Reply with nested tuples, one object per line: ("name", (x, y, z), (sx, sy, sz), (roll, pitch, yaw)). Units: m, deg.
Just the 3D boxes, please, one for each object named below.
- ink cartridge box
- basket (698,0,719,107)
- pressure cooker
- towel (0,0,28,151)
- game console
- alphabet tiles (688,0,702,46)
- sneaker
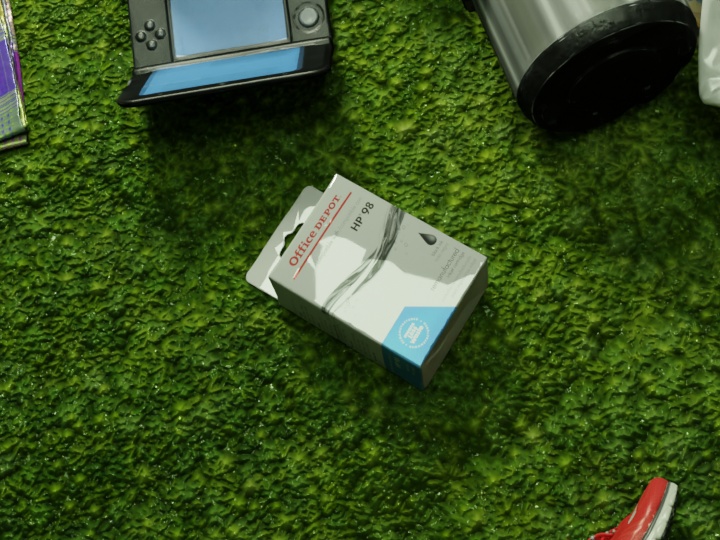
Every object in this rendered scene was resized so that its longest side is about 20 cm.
("ink cartridge box", (0.000, 0.000, 1.133), (0.198, 0.067, 0.117), (29, 75, 16))
("basket", (0.380, -0.239, 1.095), (0.135, 0.122, 0.204), (16, 111, 45))
("pressure cooker", (0.186, -0.249, 1.154), (0.177, 0.175, 0.202), (-30, 64, 22))
("towel", (-0.409, -0.198, 1.282), (0.141, 0.023, 0.203), (-15, 67, -1))
("game console", (-0.129, -0.234, 1.210), (0.196, 0.116, 0.179), (-8, 79, 2))
("alphabet tiles", (0.337, -0.304, 1.249), (0.164, 0.006, 0.203), (11, 70, 10))
("sneaker", (0.178, 0.235, 1.017), (0.085, 0.077, 0.200), (35, 76, 23))
